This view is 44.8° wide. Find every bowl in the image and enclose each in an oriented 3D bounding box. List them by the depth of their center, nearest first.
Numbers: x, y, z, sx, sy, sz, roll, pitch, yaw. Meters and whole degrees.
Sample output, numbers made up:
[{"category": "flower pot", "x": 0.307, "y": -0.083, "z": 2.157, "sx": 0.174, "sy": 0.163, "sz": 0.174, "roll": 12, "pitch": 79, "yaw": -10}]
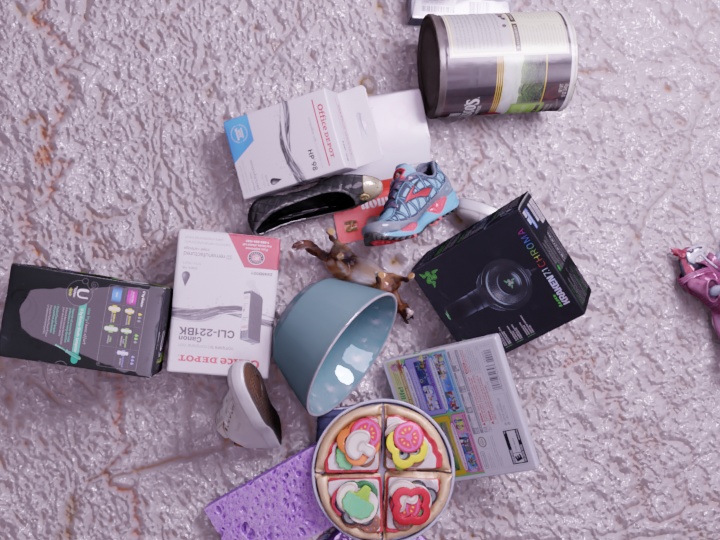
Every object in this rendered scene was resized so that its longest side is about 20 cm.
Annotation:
[{"category": "bowl", "x": -0.048, "y": 0.091, "z": 1.217, "sx": 0.105, "sy": 0.201, "sz": 0.201, "roll": 33, "pitch": 85, "yaw": 20}]

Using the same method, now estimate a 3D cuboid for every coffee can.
[{"category": "coffee can", "x": 0.194, "y": -0.299, "z": 1.262, "sx": 0.199, "sy": 0.146, "sz": 0.147, "roll": -4, "pitch": 90, "yaw": -7}]

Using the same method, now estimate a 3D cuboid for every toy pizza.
[{"category": "toy pizza", "x": 0.032, "y": 0.278, "z": 1.198, "sx": 0.199, "sy": 0.032, "sz": 0.202, "roll": 0, "pitch": 86, "yaw": -1}]

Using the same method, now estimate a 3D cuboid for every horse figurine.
[{"category": "horse figurine", "x": 0.000, "y": 0.000, "z": 1.257, "sx": 0.199, "sy": 0.133, "sz": 0.050, "roll": 27, "pitch": 76, "yaw": 5}]

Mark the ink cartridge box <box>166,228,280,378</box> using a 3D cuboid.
[{"category": "ink cartridge box", "x": -0.193, "y": 0.048, "z": 1.238, "sx": 0.143, "sy": 0.084, "sz": 0.201, "roll": 5, "pitch": 90, "yaw": -8}]

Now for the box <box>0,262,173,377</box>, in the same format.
[{"category": "box", "x": -0.364, "y": 0.067, "z": 1.183, "sx": 0.199, "sy": 0.149, "sz": 0.125, "roll": 9, "pitch": 87, "yaw": -7}]

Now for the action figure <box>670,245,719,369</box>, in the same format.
[{"category": "action figure", "x": 0.551, "y": 0.035, "z": 1.346, "sx": 0.200, "sy": 0.134, "sz": 0.149, "roll": 41, "pitch": 127, "yaw": 7}]

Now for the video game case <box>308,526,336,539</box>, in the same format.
[{"category": "video game case", "x": -0.027, "y": 0.422, "z": 1.284, "sx": 0.180, "sy": 0.025, "sz": 0.201, "roll": 0, "pitch": 89, "yaw": -8}]

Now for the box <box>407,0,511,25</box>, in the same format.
[{"category": "box", "x": 0.150, "y": -0.469, "z": 1.313, "sx": 0.155, "sy": 0.041, "sz": 0.201, "roll": 1, "pitch": 90, "yaw": -8}]

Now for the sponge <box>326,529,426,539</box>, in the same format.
[{"category": "sponge", "x": -0.010, "y": 0.428, "z": 1.251, "sx": 0.112, "sy": 0.030, "sz": 0.200, "roll": 43, "pitch": 84, "yaw": -6}]

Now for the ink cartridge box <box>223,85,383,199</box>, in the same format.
[{"category": "ink cartridge box", "x": -0.080, "y": -0.183, "z": 1.230, "sx": 0.199, "sy": 0.067, "sz": 0.116, "roll": -16, "pitch": 91, "yaw": 16}]

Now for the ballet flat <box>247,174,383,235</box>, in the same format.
[{"category": "ballet flat", "x": -0.063, "y": -0.090, "z": 1.243, "sx": 0.199, "sy": 0.067, "sz": 0.057, "roll": -15, "pitch": 52, "yaw": 5}]

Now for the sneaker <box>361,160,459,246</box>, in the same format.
[{"category": "sneaker", "x": 0.057, "y": -0.099, "z": 1.227, "sx": 0.200, "sy": 0.079, "sz": 0.096, "roll": -34, "pitch": 107, "yaw": -48}]

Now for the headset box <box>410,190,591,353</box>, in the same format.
[{"category": "headset box", "x": 0.195, "y": 0.018, "z": 1.244, "sx": 0.199, "sy": 0.093, "sz": 0.175, "roll": -30, "pitch": 97, "yaw": 28}]

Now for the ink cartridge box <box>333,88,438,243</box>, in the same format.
[{"category": "ink cartridge box", "x": 0.027, "y": -0.155, "z": 1.289, "sx": 0.162, "sy": 0.057, "sz": 0.201, "roll": -12, "pitch": 86, "yaw": -7}]

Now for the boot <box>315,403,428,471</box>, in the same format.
[{"category": "boot", "x": 0.031, "y": 0.239, "z": 1.259, "sx": 0.199, "sy": 0.073, "sz": 0.091, "roll": -2, "pitch": 86, "yaw": 6}]

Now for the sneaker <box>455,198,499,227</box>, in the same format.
[{"category": "sneaker", "x": 0.215, "y": -0.029, "z": 1.297, "sx": 0.199, "sy": 0.073, "sz": 0.085, "roll": 34, "pitch": 83, "yaw": -7}]

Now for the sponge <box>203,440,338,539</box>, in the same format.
[{"category": "sponge", "x": -0.111, "y": 0.337, "z": 1.243, "sx": 0.199, "sy": 0.030, "sz": 0.112, "roll": -31, "pitch": 88, "yaw": 11}]

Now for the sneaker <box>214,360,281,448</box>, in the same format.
[{"category": "sneaker", "x": -0.166, "y": 0.193, "z": 1.188, "sx": 0.084, "sy": 0.200, "sz": 0.073, "roll": -7, "pitch": 52, "yaw": 3}]

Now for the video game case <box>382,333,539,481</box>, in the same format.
[{"category": "video game case", "x": 0.143, "y": 0.204, "z": 1.258, "sx": 0.181, "sy": 0.022, "sz": 0.201, "roll": -16, "pitch": 97, "yaw": 26}]
